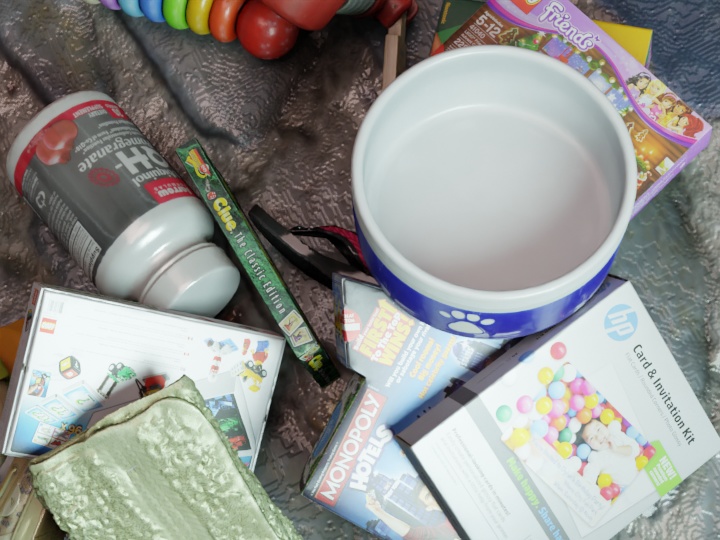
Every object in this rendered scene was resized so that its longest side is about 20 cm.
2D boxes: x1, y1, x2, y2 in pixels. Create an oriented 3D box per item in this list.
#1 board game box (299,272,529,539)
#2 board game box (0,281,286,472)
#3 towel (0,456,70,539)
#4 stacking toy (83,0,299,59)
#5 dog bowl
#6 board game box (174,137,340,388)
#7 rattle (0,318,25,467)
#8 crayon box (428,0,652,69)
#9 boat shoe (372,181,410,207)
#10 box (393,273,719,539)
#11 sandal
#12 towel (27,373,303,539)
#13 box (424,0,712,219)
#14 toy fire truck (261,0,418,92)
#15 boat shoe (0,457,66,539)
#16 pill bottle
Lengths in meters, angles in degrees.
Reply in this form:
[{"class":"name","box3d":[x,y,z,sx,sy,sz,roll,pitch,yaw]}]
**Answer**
[{"class":"board game box","box3d":[0.042,0.097,1.175,0.199,0.062,0.201,30,88,-9]},{"class":"board game box","box3d":[-0.164,0.091,1.197,0.199,0.035,0.127,14,92,-26]},{"class":"towel","box3d":[-0.221,0.191,1.262,0.199,0.024,0.148,-23,69,4]},{"class":"stacking toy","box3d":[-0.143,-0.239,1.352,0.199,0.085,0.086,23,79,12]},{"class":"dog bowl","box3d":[0.092,-0.056,1.124,0.199,0.079,0.201,0,65,1]},{"class":"board game box","box3d":[-0.080,-0.005,1.251,0.023,0.105,0.201,-32,71,1]},{"class":"rattle","box3d":[-0.323,0.138,1.283,0.129,0.143,0.201,14,106,6]},{"class":"crayon box","box3d":[0.130,-0.107,1.265,0.171,0.058,0.201,11,76,14]},{"class":"boat shoe","box3d":[0.094,-0.004,1.194,0.199,0.063,0.071,25,71,3]},{"class":"box","box3d":[0.147,0.124,1.144,0.200,0.041,0.156,-36,107,-11]},{"class":"sandal","box3d":[0.000,0.000,1.253,0.199,0.075,0.045,31,83,10]},{"class":"towel","box3d":[-0.142,0.185,1.178,0.148,0.201,0.037,-30,26,2]},{"class":"box","box3d":[0.150,-0.122,1.214,0.137,0.039,0.200,-44,73,-6]},{"class":"toy fire truck","box3d":[-0.017,-0.214,1.276,0.200,0.176,0.129,48,114,14]},{"class":"boat shoe","box3d":[-0.241,0.134,1.235,0.062,0.073,0.201,18,76,18]},{"class":"pill bottle","box3d":[-0.189,-0.042,1.281,0.111,0.111,0.200,-41,70,-3]}]
